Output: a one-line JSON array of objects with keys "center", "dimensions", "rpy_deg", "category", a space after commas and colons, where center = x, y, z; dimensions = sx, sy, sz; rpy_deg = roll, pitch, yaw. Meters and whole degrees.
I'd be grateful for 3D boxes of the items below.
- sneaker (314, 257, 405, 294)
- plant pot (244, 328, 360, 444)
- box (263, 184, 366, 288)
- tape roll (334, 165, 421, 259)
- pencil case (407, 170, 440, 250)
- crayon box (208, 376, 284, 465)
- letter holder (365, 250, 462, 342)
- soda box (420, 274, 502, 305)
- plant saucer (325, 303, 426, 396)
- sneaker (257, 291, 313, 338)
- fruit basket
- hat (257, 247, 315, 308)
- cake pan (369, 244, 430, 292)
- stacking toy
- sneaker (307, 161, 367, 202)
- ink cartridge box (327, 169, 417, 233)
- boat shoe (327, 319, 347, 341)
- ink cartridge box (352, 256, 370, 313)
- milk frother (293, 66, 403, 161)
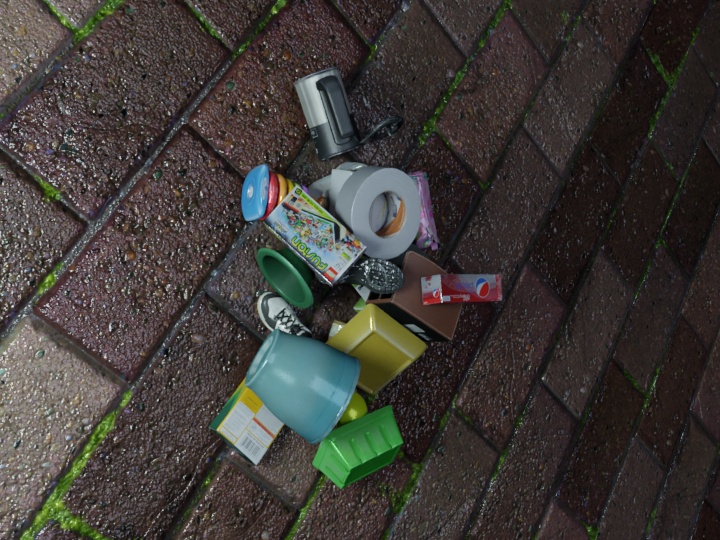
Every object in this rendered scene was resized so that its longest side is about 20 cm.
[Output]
[{"center": [0.000, 0.000, 1.532], "dimensions": [0.196, 0.091, 0.077], "rpy_deg": [12, 97, -3], "category": "sneaker"}, {"center": [-0.130, 0.223, 1.464], "dimensions": [0.187, 0.200, 0.202], "rpy_deg": [33, 69, -13], "category": "plant pot"}, {"center": [-0.095, -0.071, 1.475], "dimensions": [0.199, 0.035, 0.110], "rpy_deg": [41, 81, 8], "category": "box"}, {"center": [0.041, -0.127, 1.554], "dimensions": [0.198, 0.066, 0.204], "rpy_deg": [-9, 106, -35], "category": "tape roll"}, {"center": [0.150, -0.149, 1.803], "dimensions": [0.086, 0.087, 0.204], "rpy_deg": [-15, 95, -34], "category": "pencil case"}, {"center": [-0.218, 0.299, 1.535], "dimensions": [0.126, 0.051, 0.201], "rpy_deg": [48, 63, -23], "category": "crayon box"}, {"center": [0.133, 0.058, 1.633], "dimensions": [0.199, 0.100, 0.144], "rpy_deg": [33, 68, -29], "category": "letter holder"}, {"center": [0.232, 0.043, 1.604], "dimensions": [0.197, 0.070, 0.065], "rpy_deg": [1, 82, -36], "category": "soda box"}, {"center": [0.026, 0.200, 1.628], "dimensions": [0.199, 0.049, 0.200], "rpy_deg": [37, 112, -27], "category": "plant saucer"}, {"center": [-0.149, 0.128, 1.573], "dimensions": [0.076, 0.087, 0.201], "rpy_deg": [-44, 110, -26], "category": "sneaker"}, {"center": [-0.023, 0.367, 1.640], "dimensions": [0.212, 0.157, 0.218], "rpy_deg": [12, 43, -11], "category": "fruit basket"}, {"center": [-0.115, -0.032, 1.561], "dimensions": [0.176, 0.199, 0.166], "rpy_deg": [-44, 100, -25], "category": "hat"}, {"center": [0.108, 0.027, 1.699], "dimensions": [0.198, 0.036, 0.204], "rpy_deg": [3, 86, -35], "category": "cake pan"}, {"center": [-0.154, -0.156, 1.566], "dimensions": [0.197, 0.109, 0.118], "rpy_deg": [9, 82, -31], "category": "stacking toy"}, {"center": [-0.059, -0.198, 1.661], "dimensions": [0.200, 0.080, 0.071], "rpy_deg": [-45, 113, -27], "category": "sneaker"}, {"center": [0.027, -0.151, 1.633], "dimensions": [0.197, 0.084, 0.147], "rpy_deg": [1, 100, -37], "category": "ink cartridge box"}, {"center": [0.000, 0.190, 1.691], "dimensions": [0.199, 0.074, 0.067], "rpy_deg": [34, 79, -25], "category": "boat shoe"}, {"center": [0.043, 0.039, 1.722], "dimensions": [0.148, 0.075, 0.201], "rpy_deg": [-48, 112, -27], "category": "ink cartridge box"}, {"center": [-0.025, -0.376, 1.632], "dimensions": [0.198, 0.180, 0.191], "rpy_deg": [-25, 102, -30], "category": "milk frother"}]
